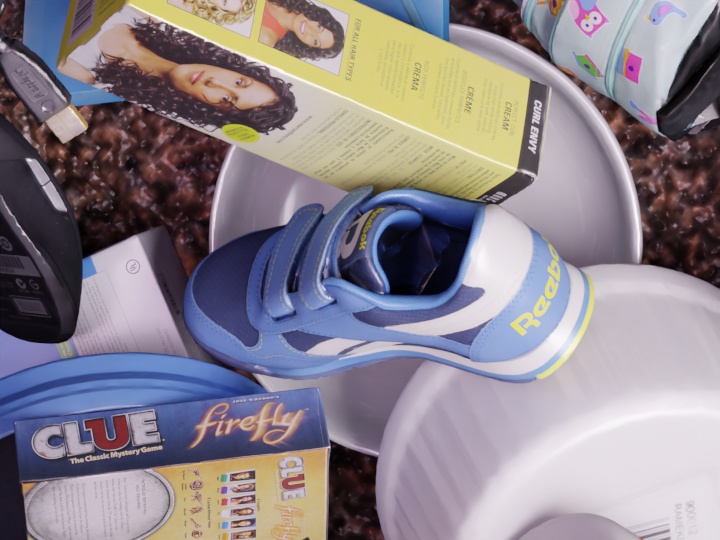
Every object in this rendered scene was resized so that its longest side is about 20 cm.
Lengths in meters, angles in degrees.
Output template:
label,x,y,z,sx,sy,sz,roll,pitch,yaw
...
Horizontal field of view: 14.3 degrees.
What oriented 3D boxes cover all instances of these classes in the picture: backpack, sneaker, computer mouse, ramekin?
label,x,y,z,sx,sy,sz,roll,pitch,yaw
backpack,0.161,-0.159,1.258,0.126,0.167,0.201,39,105,23
sneaker,0.000,0.000,1.237,0.199,0.082,0.074,-3,61,33
computer mouse,-0.154,-0.056,1.268,0.140,0.046,0.201,-2,127,45
ramekin,0.113,0.107,1.269,0.199,0.098,0.202,-6,120,-11

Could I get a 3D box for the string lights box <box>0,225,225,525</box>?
label,x,y,z,sx,sy,sz,roll,pitch,yaw
string lights box,-0.168,0.065,1.378,0.199,0.059,0.103,-22,92,12

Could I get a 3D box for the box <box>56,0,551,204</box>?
label,x,y,z,sx,sy,sz,roll,pitch,yaw
box,-0.022,-0.080,1.214,0.199,0.075,0.050,21,62,-22

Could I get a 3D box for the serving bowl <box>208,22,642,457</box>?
label,x,y,z,sx,sy,sz,roll,pitch,yaw
serving bowl,0.033,-0.016,1.330,0.199,0.066,0.202,1,97,10

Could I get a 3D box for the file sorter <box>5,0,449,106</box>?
label,x,y,z,sx,sy,sz,roll,pitch,yaw
file sorter,-0.071,-0.169,1.271,0.199,0.123,0.140,-6,65,14

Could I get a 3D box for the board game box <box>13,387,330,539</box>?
label,x,y,z,sx,sy,sz,roll,pitch,yaw
board game box,-0.082,0.132,1.301,0.135,0.201,0.035,-6,51,-7

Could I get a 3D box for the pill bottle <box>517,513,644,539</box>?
label,x,y,z,sx,sy,sz,roll,pitch,yaw
pill bottle,0.139,0.195,1.202,0.200,0.114,0.114,35,103,-28

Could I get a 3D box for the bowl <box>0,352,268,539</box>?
label,x,y,z,sx,sy,sz,roll,pitch,yaw
bowl,-0.117,0.108,1.322,0.200,0.201,0.040,-21,51,11
